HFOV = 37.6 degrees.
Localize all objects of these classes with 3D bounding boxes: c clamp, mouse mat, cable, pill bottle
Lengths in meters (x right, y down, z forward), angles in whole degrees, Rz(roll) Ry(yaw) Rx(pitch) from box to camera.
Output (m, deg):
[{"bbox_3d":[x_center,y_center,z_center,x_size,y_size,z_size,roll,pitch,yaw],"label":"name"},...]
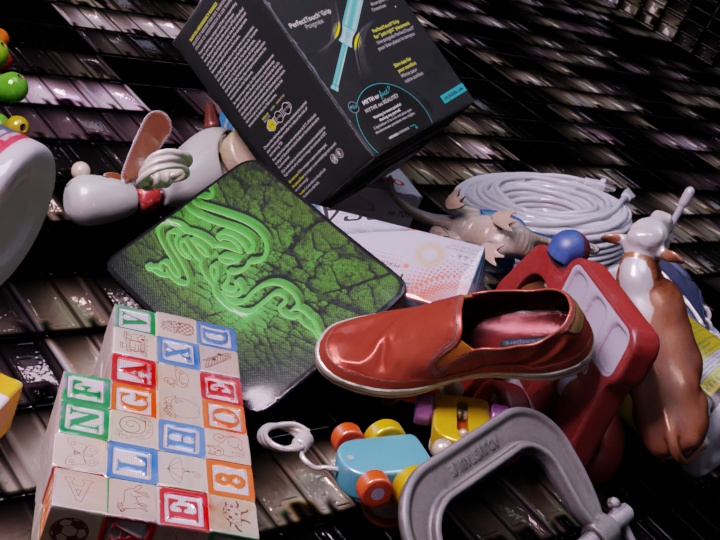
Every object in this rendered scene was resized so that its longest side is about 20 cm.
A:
[{"bbox_3d":[0.115,0.178,0.695,0.199,0.027,0.172,-15,78,-41],"label":"c clamp"},{"bbox_3d":[-0.084,0.004,0.831,0.161,0.008,0.200,-39,59,-21],"label":"mouse mat"},{"bbox_3d":[0.199,-0.055,1.170,0.199,0.070,0.200,11,23,13],"label":"cable"},{"bbox_3d":[0.259,0.082,0.958,0.111,0.112,0.200,-9,42,-48],"label":"pill bottle"},{"bbox_3d":[-0.332,-0.074,0.746,0.199,0.120,0.120,25,26,2],"label":"pill bottle"}]

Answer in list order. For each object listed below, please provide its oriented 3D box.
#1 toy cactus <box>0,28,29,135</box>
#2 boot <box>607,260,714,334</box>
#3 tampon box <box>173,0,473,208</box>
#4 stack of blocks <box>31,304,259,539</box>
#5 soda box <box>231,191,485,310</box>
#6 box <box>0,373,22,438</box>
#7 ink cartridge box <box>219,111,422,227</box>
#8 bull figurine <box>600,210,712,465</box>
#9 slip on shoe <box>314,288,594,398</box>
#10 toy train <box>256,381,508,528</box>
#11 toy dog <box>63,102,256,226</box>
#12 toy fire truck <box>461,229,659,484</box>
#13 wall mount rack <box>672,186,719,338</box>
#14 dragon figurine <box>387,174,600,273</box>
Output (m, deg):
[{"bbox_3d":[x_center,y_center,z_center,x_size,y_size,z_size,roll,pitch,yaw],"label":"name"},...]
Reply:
[{"bbox_3d":[-0.368,-0.145,0.905,0.164,0.103,0.200,-5,37,-14],"label":"toy cactus"},{"bbox_3d":[0.325,0.065,1.035,0.090,0.073,0.200,-22,71,-40],"label":"boot"},{"bbox_3d":[-0.032,-0.174,0.919,0.150,0.126,0.200,-32,87,-41],"label":"tampon box"},{"bbox_3d":[-0.133,0.103,0.650,0.115,0.059,0.200,14,28,-19],"label":"stack of blocks"},{"bbox_3d":[0.000,0.000,0.869,0.199,0.064,0.069,15,57,15],"label":"soda box"},{"bbox_3d":[-0.280,0.100,0.559,0.119,0.042,0.200,24,29,0],"label":"box"},{"bbox_3d":[-0.049,-0.101,1.068,0.146,0.086,0.200,7,32,-30],"label":"ink cartridge box"},{"bbox_3d":[0.238,0.057,0.842,0.065,0.201,0.121,-10,-20,23],"label":"bull figurine"},{"bbox_3d":[0.063,0.045,0.748,0.199,0.061,0.074,-5,50,12],"label":"slip on shoe"},{"bbox_3d":[0.020,0.117,0.767,0.150,0.056,0.200,19,27,26],"label":"toy train"},{"bbox_3d":[-0.170,-0.102,0.942,0.200,0.132,0.097,-4,66,-58],"label":"toy dog"},{"bbox_3d":[0.155,0.062,0.844,0.112,0.168,0.200,14,28,-20],"label":"toy fire truck"},{"bbox_3d":[0.358,0.021,1.104,0.074,0.174,0.200,-33,50,-12],"label":"wall mount rack"},{"bbox_3d":[0.115,-0.031,0.968,0.199,0.059,0.099,17,-3,33],"label":"dragon figurine"}]
